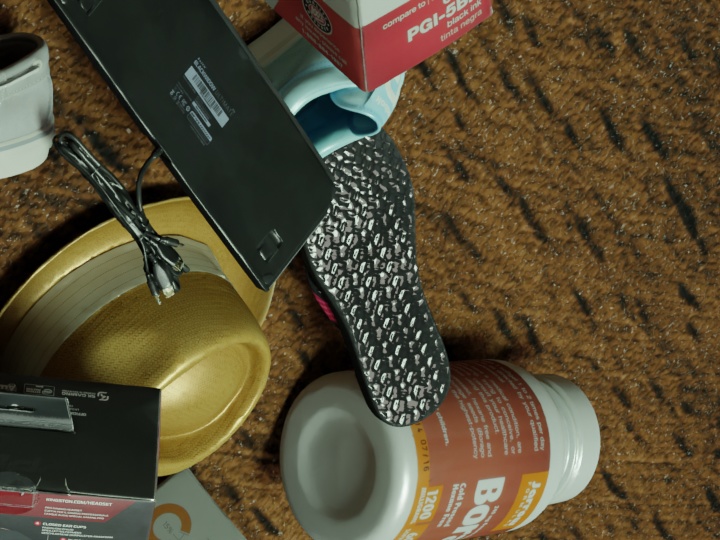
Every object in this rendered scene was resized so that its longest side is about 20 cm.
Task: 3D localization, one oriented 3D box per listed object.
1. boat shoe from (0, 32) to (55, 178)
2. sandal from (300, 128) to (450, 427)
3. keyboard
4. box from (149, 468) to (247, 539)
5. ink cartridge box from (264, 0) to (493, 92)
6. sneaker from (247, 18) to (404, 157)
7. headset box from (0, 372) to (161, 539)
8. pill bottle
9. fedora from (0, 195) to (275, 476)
[{"bbox_3d":[-0.223,-0.069,1.198,0.199,0.072,0.069,-12,120,-35],"label":"boat shoe"},{"bbox_3d":[0.000,0.000,1.504,0.075,0.045,0.201,-27,122,-20],"label":"sandal"},{"bbox_3d":[-0.094,-0.068,1.279,0.127,0.021,0.200,-53,123,-29],"label":"keyboard"},{"bbox_3d":[-0.136,0.235,1.551,0.200,0.124,0.098,-39,157,-8],"label":"box"},{"bbox_3d":[-0.016,-0.205,1.195,0.083,0.147,0.200,-32,145,-19],"label":"ink cartridge box"},{"bbox_3d":[0.004,-0.110,1.377,0.200,0.082,0.074,-44,147,-1],"label":"sneaker"},{"bbox_3d":[-0.184,0.128,1.359,0.148,0.075,0.200,5,140,-7],"label":"headset box"},{"bbox_3d":[0.055,0.113,1.644,0.200,0.112,0.112,-3,129,-45],"label":"pill bottle"},{"bbox_3d":[-0.114,0.053,1.426,0.200,0.082,0.201,-27,142,-24],"label":"fedora"}]
